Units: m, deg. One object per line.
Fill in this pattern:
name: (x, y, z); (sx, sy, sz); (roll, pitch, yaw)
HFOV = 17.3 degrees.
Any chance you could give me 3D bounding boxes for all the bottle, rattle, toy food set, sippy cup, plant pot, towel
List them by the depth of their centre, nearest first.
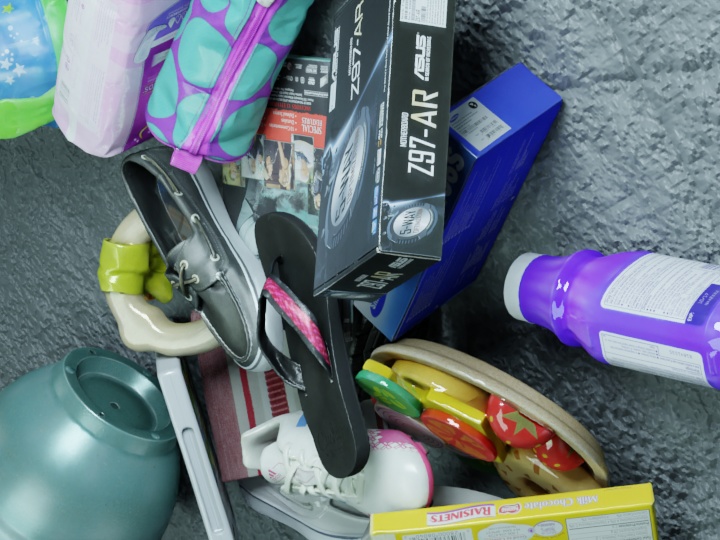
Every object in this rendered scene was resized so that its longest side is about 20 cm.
bottle: (0.184, 0.026, 1.542); (0.199, 0.083, 0.066); (12, 126, 41)
toy food set: (0.087, 0.113, 1.679); (0.197, 0.049, 0.200); (24, 165, 24)
sippy cup: (-0.294, -0.164, 1.838); (0.178, 0.130, 0.140); (169, 86, -73)
towel: (-0.053, 0.085, 1.854); (0.199, 0.023, 0.145); (-13, 87, 45)
rattle: (-0.095, -0.006, 1.859); (0.199, 0.143, 0.131); (-21, 74, 14)
plant pot: (-0.233, 0.153, 2.024); (0.200, 0.200, 0.134); (42, 115, 16)

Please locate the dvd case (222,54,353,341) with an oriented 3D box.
dvd case: (-0.054, -0.057, 1.717); (0.146, 0.022, 0.201); (11, 104, 53)

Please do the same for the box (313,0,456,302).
box: (0.016, -0.091, 1.539); (0.160, 0.043, 0.201); (148, 128, -71)

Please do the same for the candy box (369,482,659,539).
candy box: (0.112, 0.202, 1.665); (0.199, 0.026, 0.103); (-7, 133, 7)

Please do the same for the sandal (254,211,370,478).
sandal: (-0.043, 0.050, 1.658); (0.075, 0.045, 0.201); (-42, 60, 56)

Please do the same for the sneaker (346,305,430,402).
sneaker: (0.000, 0.000, 1.736); (0.091, 0.076, 0.201); (28, 122, 43)

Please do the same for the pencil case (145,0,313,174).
pencil case: (-0.083, -0.168, 1.649); (0.085, 0.093, 0.200); (18, 129, -12)

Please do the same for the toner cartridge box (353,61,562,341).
toner cartridge box: (0.064, -0.045, 1.609); (0.043, 0.095, 0.200); (43, 141, 17)

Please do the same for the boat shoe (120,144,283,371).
boat shoe: (-0.120, -0.008, 1.749); (0.069, 0.056, 0.201); (-54, 54, 44)

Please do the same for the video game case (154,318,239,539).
video game case: (-0.132, 0.145, 1.914); (0.200, 0.022, 0.183); (-120, 13, -78)

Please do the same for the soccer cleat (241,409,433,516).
soccer cleat: (-0.020, 0.147, 1.722); (0.200, 0.086, 0.070); (12, 107, 62)

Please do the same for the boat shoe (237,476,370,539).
boat shoe: (-0.032, 0.174, 1.896); (0.199, 0.074, 0.066); (11, 129, 41)

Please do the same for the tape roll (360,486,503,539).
tape roll: (0.093, 0.238, 1.780); (0.202, 0.037, 0.203); (17, 144, 13)

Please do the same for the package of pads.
package of pads: (-0.155, -0.185, 1.717); (0.076, 0.120, 0.201); (43, 141, 23)
